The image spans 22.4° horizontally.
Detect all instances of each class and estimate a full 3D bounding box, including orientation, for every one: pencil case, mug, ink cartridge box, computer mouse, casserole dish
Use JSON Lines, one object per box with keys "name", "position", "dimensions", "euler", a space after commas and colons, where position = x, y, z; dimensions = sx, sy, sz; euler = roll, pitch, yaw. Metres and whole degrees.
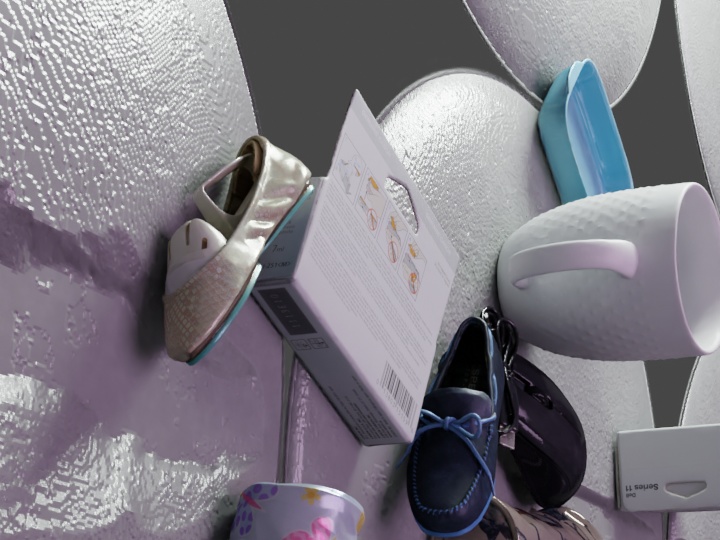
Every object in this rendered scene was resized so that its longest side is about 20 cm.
{"name": "pencil case", "position": [-0.047, 0.234, 1.134], "dimensions": [0.090, 0.083, 0.202], "euler": [23, 61, -33]}
{"name": "mug", "position": [0.202, 0.003, 1.555], "dimensions": [0.200, 0.174, 0.149], "euler": [15, 71, -60]}
{"name": "ink cartridge box", "position": [0.360, 0.203, 1.852], "dimensions": [0.200, 0.145, 0.084], "euler": [13, 72, -62]}
{"name": "pencil case", "position": [0.128, 0.226, 1.481], "dimensions": [0.200, 0.089, 0.078], "euler": [20, 96, -59]}
{"name": "computer mouse", "position": [0.155, 0.133, 1.556], "dimensions": [0.200, 0.052, 0.139], "euler": [57, 27, -44]}
{"name": "ink cartridge box", "position": [0.000, 0.000, 1.313], "dimensions": [0.200, 0.043, 0.175], "euler": [56, 38, -42]}
{"name": "casserole dish", "position": [0.216, -0.107, 1.749], "dimensions": [0.201, 0.039, 0.121], "euler": [66, 33, -30]}

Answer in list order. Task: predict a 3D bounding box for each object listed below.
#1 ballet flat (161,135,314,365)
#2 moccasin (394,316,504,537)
{"name": "ballet flat", "position": [-0.090, -0.017, 1.144], "dimensions": [0.062, 0.067, 0.200], "euler": [44, 37, -12]}
{"name": "moccasin", "position": [0.068, 0.115, 1.396], "dimensions": [0.201, 0.080, 0.069], "euler": [-81, 166, -50]}
